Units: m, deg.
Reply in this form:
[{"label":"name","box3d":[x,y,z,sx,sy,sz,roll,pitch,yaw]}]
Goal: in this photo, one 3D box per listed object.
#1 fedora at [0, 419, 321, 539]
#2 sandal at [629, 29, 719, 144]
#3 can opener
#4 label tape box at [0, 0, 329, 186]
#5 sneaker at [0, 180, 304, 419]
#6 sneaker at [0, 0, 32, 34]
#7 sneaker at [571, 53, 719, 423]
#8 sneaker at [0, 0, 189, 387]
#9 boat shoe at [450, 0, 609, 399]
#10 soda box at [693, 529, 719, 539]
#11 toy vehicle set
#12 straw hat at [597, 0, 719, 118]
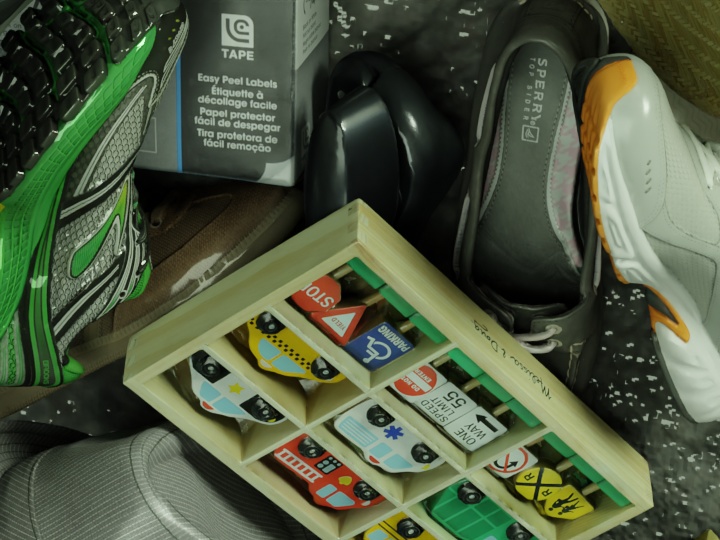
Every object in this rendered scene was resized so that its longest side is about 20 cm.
[{"label":"fedora","box3d":[-0.079,0.121,1.039,0.090,0.177,0.200,-37,136,21]},{"label":"sandal","box3d":[0.192,-0.094,0.942,0.199,0.055,0.082,-17,107,22]},{"label":"can opener","box3d":[0.000,0.000,1.035,0.063,0.078,0.201,39,140,39]},{"label":"label tape box","box3d":[-0.087,-0.144,0.997,0.143,0.063,0.201,7,114,13]},{"label":"sneaker","box3d":[-0.117,-0.002,1.062,0.199,0.070,0.076,-30,101,24]},{"label":"sneaker","box3d":[-0.153,-0.126,0.899,0.199,0.114,0.076,-37,72,0]},{"label":"sneaker","box3d":[0.144,-0.022,0.952,0.092,0.076,0.200,-17,141,14]},{"label":"sneaker","box3d":[-0.116,-0.035,0.987,0.085,0.078,0.200,12,127,-29]},{"label":"boat shoe","box3d":[0.068,-0.017,1.008,0.066,0.057,0.201,7,114,12]},{"label":"soda box","box3d":[0.097,0.202,1.087,0.200,0.068,0.064,-39,97,26]},{"label":"toy vehicle set","box3d":[0.014,0.064,1.022,0.124,0.027,0.200,-31,126,26]},{"label":"straw hat","box3d":[0.147,-0.159,0.903,0.201,0.085,0.202,45,153,31]}]
